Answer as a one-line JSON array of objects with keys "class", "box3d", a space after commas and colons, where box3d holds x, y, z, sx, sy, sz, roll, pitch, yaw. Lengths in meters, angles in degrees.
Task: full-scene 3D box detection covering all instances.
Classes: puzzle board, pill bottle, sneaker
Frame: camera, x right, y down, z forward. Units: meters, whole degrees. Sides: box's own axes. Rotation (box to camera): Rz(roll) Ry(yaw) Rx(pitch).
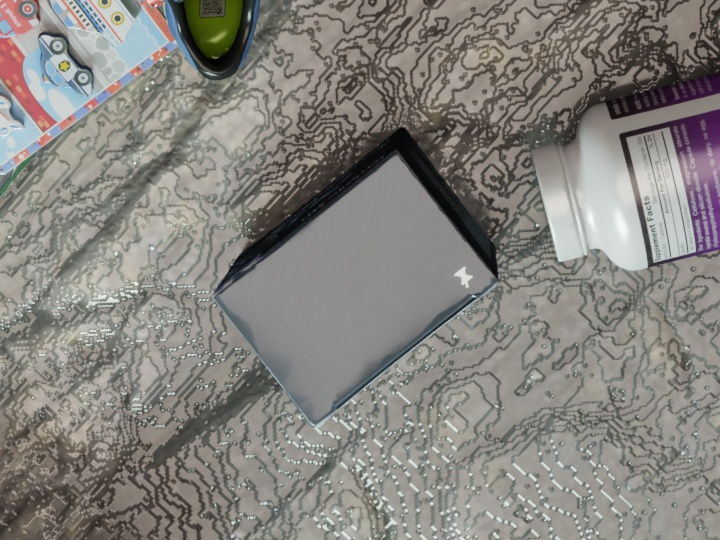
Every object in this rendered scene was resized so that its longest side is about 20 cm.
[{"class": "puzzle board", "box3d": [-0.234, -0.180, 1.682, 0.150, 0.017, 0.200, -35, 109, 6]}, {"class": "pill bottle", "box3d": [0.216, -0.067, 1.699, 0.199, 0.112, 0.113, -14, 97, 4]}, {"class": "sneaker", "box3d": [-0.089, -0.208, 1.601, 0.078, 0.089, 0.201, -9, 122, -6]}]

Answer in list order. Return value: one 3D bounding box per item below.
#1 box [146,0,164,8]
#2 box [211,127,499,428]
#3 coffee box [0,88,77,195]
[{"class": "box", "box3d": [-0.134, -0.284, 1.657, 0.099, 0.096, 0.200, -24, 122, 5]}, {"class": "box", "box3d": [0.000, 0.000, 1.671, 0.148, 0.200, 0.107, -38, 95, 6]}, {"class": "coffee box", "box3d": [-0.299, -0.136, 1.742, 0.200, 0.044, 0.123, 42, 97, -3]}]
